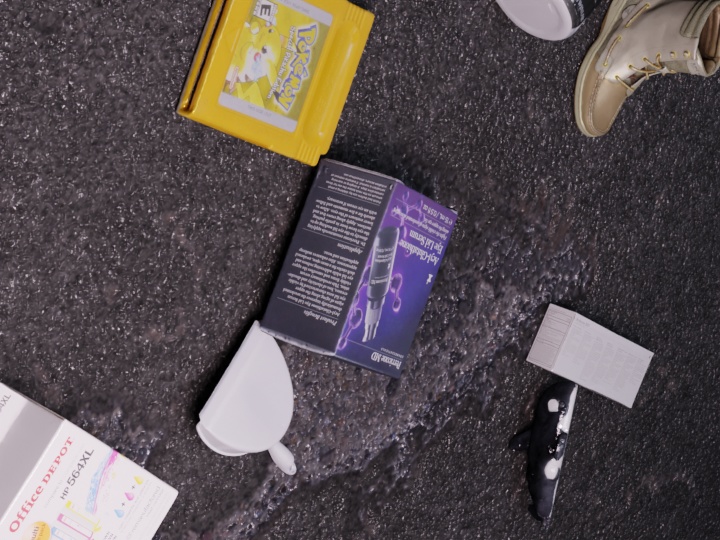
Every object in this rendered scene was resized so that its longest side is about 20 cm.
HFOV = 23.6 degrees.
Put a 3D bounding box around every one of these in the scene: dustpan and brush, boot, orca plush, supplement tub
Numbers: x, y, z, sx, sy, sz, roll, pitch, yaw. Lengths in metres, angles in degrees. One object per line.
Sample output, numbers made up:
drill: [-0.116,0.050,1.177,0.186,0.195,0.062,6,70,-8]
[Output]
dustpan and brush: [-0.107,0.163,1.861,0.200,0.057,0.140,52,55,-35]
boot: [0.354,-0.247,2.094,0.072,0.155,0.200,25,86,-47]
orca plush: [0.227,0.231,2.223,0.105,0.071,0.200,-65,165,-56]
supplement tub: [0.248,-0.370,1.967,0.200,0.123,0.123,-50,133,-21]

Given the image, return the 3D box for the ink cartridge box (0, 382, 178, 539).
ink cartridge box: [-0.299,0.204,1.620,0.200,0.125,0.129,42,74,-46]

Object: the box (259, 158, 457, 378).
box: [0.000,0.000,1.844,0.148,0.104,0.200,22,87,-58]

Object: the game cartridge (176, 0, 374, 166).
game cartridge: [-0.082,-0.213,1.757,0.200,0.032,0.176,18,92,-46]

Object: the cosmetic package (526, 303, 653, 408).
cosmetic package: [0.301,0.112,2.248,0.200,0.051,0.083,26,88,-47]
